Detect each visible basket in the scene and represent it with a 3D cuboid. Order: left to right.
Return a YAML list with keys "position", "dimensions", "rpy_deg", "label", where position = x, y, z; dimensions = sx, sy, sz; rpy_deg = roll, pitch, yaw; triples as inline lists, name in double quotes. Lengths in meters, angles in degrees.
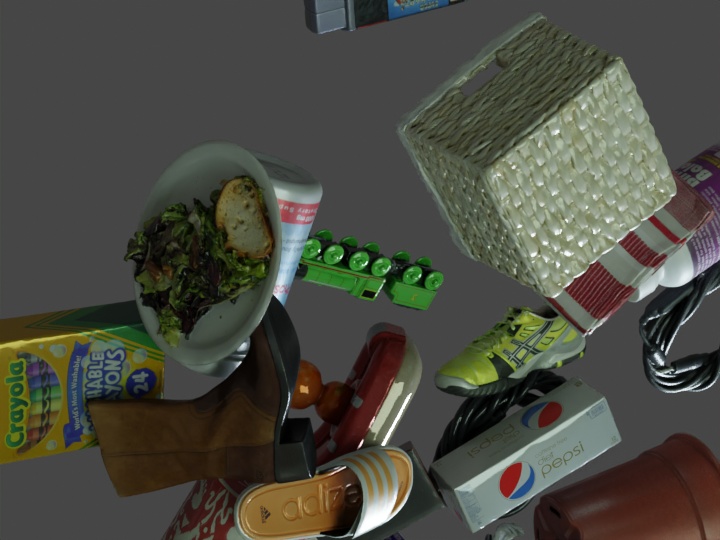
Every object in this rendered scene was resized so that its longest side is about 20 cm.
- position: [0.179, -0.111, 1.522]
  dimensions: [0.198, 0.161, 0.200]
  rpy_deg: [-39, 129, -10]
  label: "basket"

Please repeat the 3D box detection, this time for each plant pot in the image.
- position: [0.323, 0.316, 1.807]
  dimensions: [0.194, 0.201, 0.202]
  rpy_deg: [-14, 120, -17]
  label: "plant pot"

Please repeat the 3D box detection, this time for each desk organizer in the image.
- position: [-0.015, 0.264, 1.635]
  dimensions: [0.199, 0.077, 0.072]
  rpy_deg: [-29, 92, 2]
  label: "desk organizer"

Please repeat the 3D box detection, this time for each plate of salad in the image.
- position: [-0.146, -0.017, 1.342]
  dimensions: [0.048, 0.200, 0.201]
  rpy_deg: [8, 109, -47]
  label: "plate of salad"

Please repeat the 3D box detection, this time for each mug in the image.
- position: [-0.125, 0.292, 1.525]
  dimensions: [0.177, 0.134, 0.201]
  rpy_deg: [17, 113, -29]
  label: "mug"

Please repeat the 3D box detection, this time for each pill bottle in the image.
- position: [-0.115, -0.006, 1.424]
  dimensions: [0.108, 0.109, 0.201]
  rpy_deg: [9, 108, -34]
  label: "pill bottle"
- position: [0.360, -0.052, 1.690]
  dimensions: [0.199, 0.112, 0.113]
  rpy_deg: [-33, 126, -14]
  label: "pill bottle"

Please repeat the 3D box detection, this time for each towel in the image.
- position: [0.261, -0.044, 1.625]
  dimensions: [0.200, 0.144, 0.023]
  rpy_deg: [-43, 161, -6]
  label: "towel"

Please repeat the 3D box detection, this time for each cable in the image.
- position: [0.165, 0.200, 1.724]
  dimensions: [0.199, 0.051, 0.164]
  rpy_deg: [-23, 123, -19]
  label: "cable"
- position: [0.422, 0.061, 1.822]
  dimensions: [0.200, 0.051, 0.164]
  rpy_deg: [-39, 127, -10]
  label: "cable"

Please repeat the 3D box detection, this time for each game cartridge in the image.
- position: [0.037, -0.302, 1.423]
  dimensions: [0.199, 0.038, 0.130]
  rpy_deg: [-18, 117, -23]
  label: "game cartridge"

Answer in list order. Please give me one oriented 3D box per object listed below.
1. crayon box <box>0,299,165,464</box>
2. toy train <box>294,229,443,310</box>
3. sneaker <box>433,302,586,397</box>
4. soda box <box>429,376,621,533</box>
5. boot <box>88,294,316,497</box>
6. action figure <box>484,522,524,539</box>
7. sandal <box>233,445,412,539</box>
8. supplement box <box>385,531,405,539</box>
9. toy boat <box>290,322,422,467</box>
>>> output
- position: [-0.282, 0.105, 1.412]
  dimensions: [0.199, 0.052, 0.126]
  rpy_deg: [-8, 116, -28]
  label: "crayon box"
- position: [0.000, 0.000, 1.543]
  dimensions: [0.199, 0.042, 0.057]
  rpy_deg: [14, 116, -35]
  label: "toy train"
- position: [0.159, 0.080, 1.666]
  dimensions: [0.199, 0.075, 0.077]
  rpy_deg: [-21, 112, -31]
  label: "sneaker"
- position: [0.181, 0.199, 1.661]
  dimensions: [0.199, 0.068, 0.064]
  rpy_deg: [-29, 116, -11]
  label: "soda box"
- position: [-0.151, 0.115, 1.396]
  dimensions: [0.199, 0.069, 0.189]
  rpy_deg: [-5, 117, 11]
  label: "boot"
- position: [0.185, 0.351, 1.734]
  dimensions: [0.119, 0.200, 0.102]
  rpy_deg: [31, 83, -37]
  label: "action figure"
- position: [-0.021, 0.222, 1.444]
  dimensions: [0.206, 0.059, 0.080]
  rpy_deg: [-11, 95, -35]
  label: "sandal"
- position: [-0.018, 0.376, 1.673]
  dimensions: [0.200, 0.101, 0.104]
  rpy_deg: [-39, 127, -10]
  label: "supplement box"
- position: [-0.030, 0.136, 1.556]
  dimensions: [0.130, 0.131, 0.201]
  rpy_deg: [27, 98, -7]
  label: "toy boat"
